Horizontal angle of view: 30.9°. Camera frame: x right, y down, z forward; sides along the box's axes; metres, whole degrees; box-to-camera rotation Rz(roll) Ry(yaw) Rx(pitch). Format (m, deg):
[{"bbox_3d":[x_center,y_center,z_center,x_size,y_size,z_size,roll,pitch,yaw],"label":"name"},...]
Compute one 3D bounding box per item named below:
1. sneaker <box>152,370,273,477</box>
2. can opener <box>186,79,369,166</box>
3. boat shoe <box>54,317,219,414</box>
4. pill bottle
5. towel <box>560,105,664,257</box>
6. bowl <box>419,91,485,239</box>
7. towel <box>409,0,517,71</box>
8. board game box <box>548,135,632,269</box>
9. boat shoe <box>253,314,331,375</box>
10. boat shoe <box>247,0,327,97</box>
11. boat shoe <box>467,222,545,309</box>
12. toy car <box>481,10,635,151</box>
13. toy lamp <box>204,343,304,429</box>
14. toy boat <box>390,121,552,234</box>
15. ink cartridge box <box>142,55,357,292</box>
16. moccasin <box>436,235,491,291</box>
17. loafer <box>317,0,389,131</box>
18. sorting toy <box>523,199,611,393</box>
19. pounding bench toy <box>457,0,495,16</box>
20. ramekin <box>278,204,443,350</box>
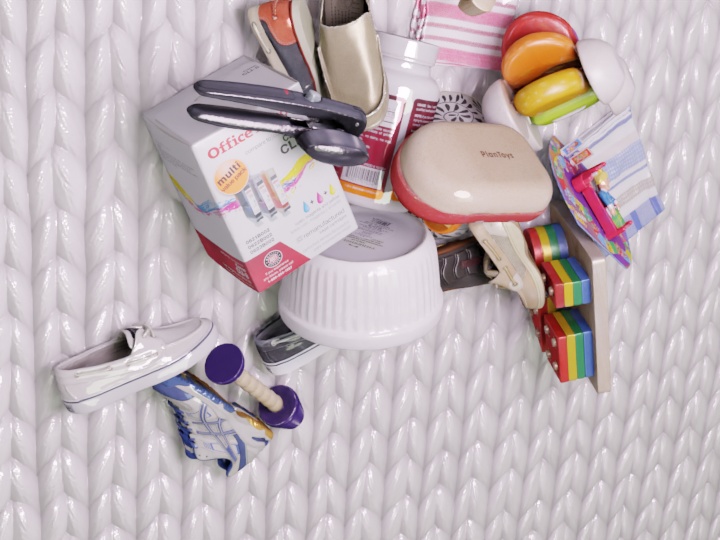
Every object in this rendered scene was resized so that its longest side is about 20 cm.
[{"bbox_3d":[-0.193,0.190,1.592,0.088,0.075,0.200,-50,128,-2],"label":"sneaker"},{"bbox_3d":[-0.081,-0.162,1.339,0.199,0.079,0.064,14,108,-26],"label":"can opener"},{"bbox_3d":[-0.260,0.094,1.514,0.199,0.072,0.066,-24,119,-17],"label":"boat shoe"},{"bbox_3d":[0.030,-0.178,1.545,0.113,0.113,0.201,6,104,-34],"label":"pill bottle"},{"bbox_3d":[0.352,-0.119,1.835,0.147,0.024,0.200,-37,126,-13],"label":"towel"},{"bbox_3d":[0.121,-0.116,1.645,0.200,0.094,0.202,-14,118,-27],"label":"bowl"},{"bbox_3d":[0.139,-0.347,1.595,0.146,0.030,0.201,0,110,-33],"label":"towel"},{"bbox_3d":[0.319,-0.097,1.713,0.039,0.158,0.200,-30,135,26],"label":"board game box"},{"bbox_3d":[-0.044,0.051,1.633,0.200,0.072,0.068,-31,126,-9],"label":"boat shoe"},{"bbox_3d":[-0.074,-0.225,1.493,0.062,0.071,0.200,-7,137,11],"label":"boat shoe"},{"bbox_3d":[0.186,-0.012,1.663,0.065,0.072,0.200,-26,139,3],"label":"boat shoe"},{"bbox_3d":[0.235,-0.245,1.616,0.174,0.151,0.200,-24,170,18],"label":"toy car"},{"bbox_3d":[-0.124,0.148,1.603,0.058,0.058,0.200,-47,146,-6],"label":"toy lamp"},{"bbox_3d":[0.116,-0.093,1.515,0.199,0.131,0.131,-2,143,-40],"label":"toy boat"},{"bbox_3d":[-0.124,-0.112,1.458,0.145,0.145,0.201,-34,123,-16],"label":"ink cartridge box"},{"bbox_3d":[0.131,-0.007,1.716,0.201,0.078,0.074,-21,105,-30],"label":"moccasin"},{"bbox_3d":[-0.015,-0.255,1.459,0.075,0.068,0.201,-12,80,7],"label":"loafer"},{"bbox_3d":[0.272,0.036,1.757,0.069,0.199,0.201,-10,116,-4],"label":"sorting toy"},{"bbox_3d":[0.135,-0.411,1.478,0.156,0.124,0.200,-39,112,-12],"label":"pounding bench toy"},{"bbox_3d":[0.000,0.000,1.549,0.199,0.200,0.105,-15,121,-26],"label":"ramekin"}]
